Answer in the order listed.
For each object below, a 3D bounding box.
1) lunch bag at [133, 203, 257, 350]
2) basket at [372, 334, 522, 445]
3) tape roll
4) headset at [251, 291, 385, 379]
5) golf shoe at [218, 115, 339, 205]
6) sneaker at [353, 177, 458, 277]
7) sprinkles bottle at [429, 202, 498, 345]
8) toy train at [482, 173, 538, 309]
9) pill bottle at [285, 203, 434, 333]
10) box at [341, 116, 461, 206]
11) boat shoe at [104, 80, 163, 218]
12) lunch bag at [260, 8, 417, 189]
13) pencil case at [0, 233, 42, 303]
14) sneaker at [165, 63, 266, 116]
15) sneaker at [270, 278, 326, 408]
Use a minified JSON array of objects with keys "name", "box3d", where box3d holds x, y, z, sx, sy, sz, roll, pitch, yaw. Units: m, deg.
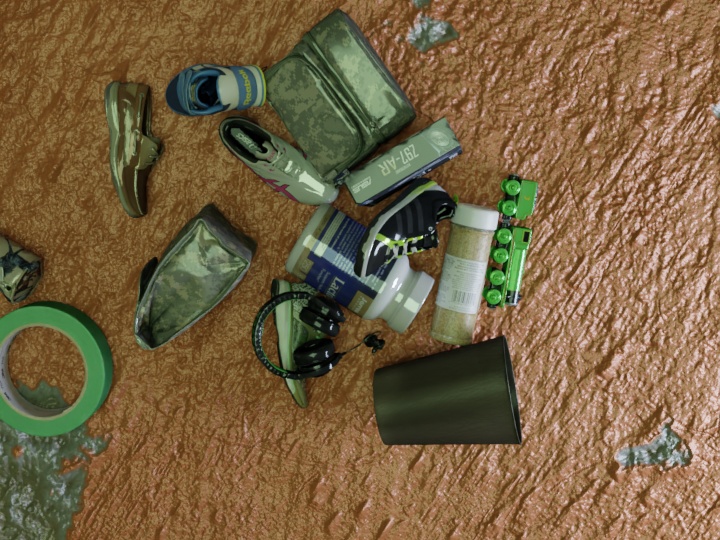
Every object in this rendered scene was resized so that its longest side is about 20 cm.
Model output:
[{"name":"lunch bag","box3d":[-0.252,0.015,1.582,0.117,0.164,0.200,41,98,-8]},{"name":"basket","box3d":[0.126,0.188,1.598,0.197,0.137,0.182,-9,130,11]},{"name":"tape roll","box3d":[-0.481,0.150,1.675,0.198,0.048,0.203,0,97,4]},{"name":"headset","box3d":[-0.061,0.095,1.591,0.197,0.094,0.125,7,95,-15]},{"name":"golf shoe","box3d":[-0.121,-0.154,1.587,0.199,0.092,0.073,31,96,-2]},{"name":"sneaker","box3d":[0.069,-0.055,1.520,0.082,0.072,0.200,33,59,15]},{"name":"sprinkles bottle","box3d":[0.150,0.005,1.602,0.067,0.068,0.203,11,99,2]},{"name":"toy train","box3d":[0.221,-0.040,1.608,0.056,0.042,0.203,7,98,-8]},{"name":"pill bottle","box3d":[0.000,0.000,1.588,0.199,0.116,0.116,31,99,-1]},{"name":"box","box3d":[0.062,-0.147,1.520,0.159,0.200,0.044,-30,89,6]},{"name":"boat shoe","box3d":[-0.328,-0.178,1.607,0.071,0.076,0.203,-5,99,2]},{"name":"lunch bag","box3d":[-0.034,-0.240,1.546,0.167,0.139,0.201,-36,95,9]},{"name":"pencil case","box3d":[-0.573,-0.032,1.635,0.199,0.089,0.078,33,99,0]},{"name":"sneaker","box3d":[-0.222,-0.255,1.546,0.199,0.082,0.075,0,105,45]},{"name":"sneaker","box3d":[-0.081,0.107,1.635,0.087,0.077,0.203,-8,101,-7]}]
